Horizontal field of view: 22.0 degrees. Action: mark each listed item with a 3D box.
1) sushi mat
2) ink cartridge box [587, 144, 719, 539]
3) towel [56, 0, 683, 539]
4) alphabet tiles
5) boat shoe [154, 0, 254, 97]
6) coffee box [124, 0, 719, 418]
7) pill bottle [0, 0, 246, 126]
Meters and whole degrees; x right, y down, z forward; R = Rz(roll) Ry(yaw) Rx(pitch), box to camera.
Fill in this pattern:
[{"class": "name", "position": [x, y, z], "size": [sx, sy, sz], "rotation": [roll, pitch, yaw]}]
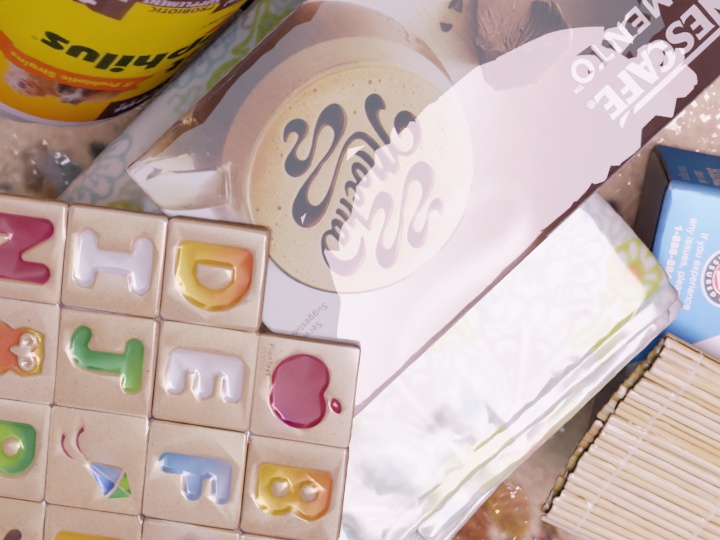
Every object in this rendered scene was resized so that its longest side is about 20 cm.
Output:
[{"class": "sushi mat", "position": [0.177, 0.104, 0.724], "size": [0.199, 0.012, 0.096], "rotation": [27, 119, -7]}, {"class": "ink cartridge box", "position": [0.204, 0.044, 0.760], "size": [0.198, 0.084, 0.146], "rotation": [11, 103, 1]}, {"class": "towel", "position": [0.000, 0.000, 0.700], "size": [0.171, 0.048, 0.200], "rotation": [-43, 94, 3]}, {"class": "alphabet tiles", "position": [-0.102, 0.060, 0.612], "size": [0.198, 0.006, 0.168], "rotation": [8, 100, 5]}, {"class": "boat shoe", "position": [-0.012, -0.072, 0.773], "size": [0.199, 0.063, 0.073], "rotation": [32, 138, 9]}, {"class": "coffee box", "position": [0.033, -0.062, 0.631], "size": [0.200, 0.080, 0.113], "rotation": [-42, 93, 4]}, {"class": "pill bottle", "position": [-0.096, -0.119, 0.665], "size": [0.108, 0.200, 0.110], "rotation": [6, 75, -23]}]
